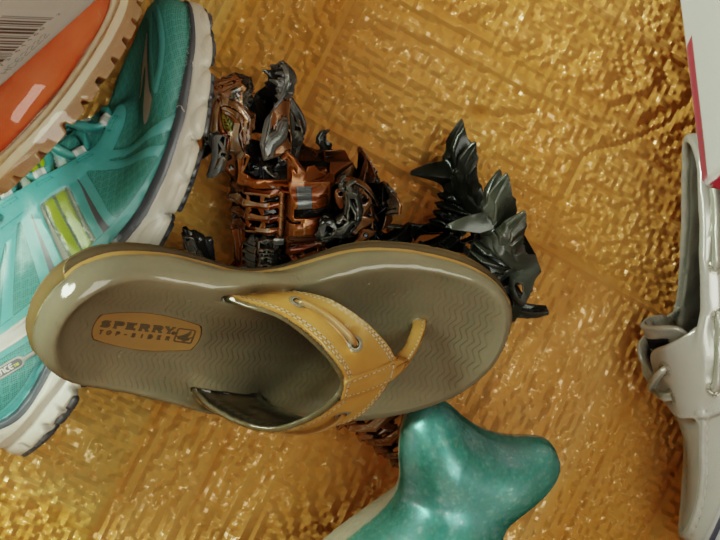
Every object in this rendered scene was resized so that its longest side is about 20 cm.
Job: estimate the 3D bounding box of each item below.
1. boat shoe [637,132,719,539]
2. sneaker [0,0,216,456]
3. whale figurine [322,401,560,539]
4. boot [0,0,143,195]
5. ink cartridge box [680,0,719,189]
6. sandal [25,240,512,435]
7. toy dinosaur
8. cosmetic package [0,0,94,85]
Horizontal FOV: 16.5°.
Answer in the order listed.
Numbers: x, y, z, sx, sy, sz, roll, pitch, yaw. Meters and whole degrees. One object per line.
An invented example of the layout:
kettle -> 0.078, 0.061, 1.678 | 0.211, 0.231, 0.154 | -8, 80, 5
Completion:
boat shoe -> 0.158, 0.036, 1.122 | 0.065, 0.072, 0.201 | 7, 102, -6
sneaker -> -0.119, -0.024, 0.996 | 0.079, 0.077, 0.201 | 29, 85, -14
whale figurine -> 0.018, 0.157, 1.045 | 0.159, 0.104, 0.201 | 23, 102, -24
boot -> -0.133, -0.128, 0.954 | 0.107, 0.075, 0.201 | 28, 61, -24
ink cartridge box -> 0.248, -0.092, 1.098 | 0.199, 0.083, 0.146 | 14, 54, -24
sandal -> -0.031, 0.031, 0.971 | 0.199, 0.054, 0.081 | 4, 120, -25
toy dinosaur -> 0.000, 0.000, 1.052 | 0.135, 0.102, 0.200 | -23, 134, -4
cosmetic package -> -0.183, -0.156, 0.883 | 0.101, 0.071, 0.200 | -37, 79, 22
